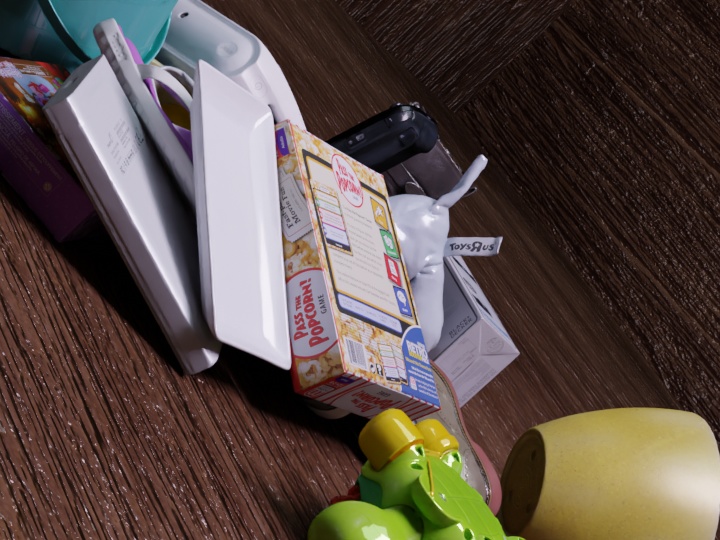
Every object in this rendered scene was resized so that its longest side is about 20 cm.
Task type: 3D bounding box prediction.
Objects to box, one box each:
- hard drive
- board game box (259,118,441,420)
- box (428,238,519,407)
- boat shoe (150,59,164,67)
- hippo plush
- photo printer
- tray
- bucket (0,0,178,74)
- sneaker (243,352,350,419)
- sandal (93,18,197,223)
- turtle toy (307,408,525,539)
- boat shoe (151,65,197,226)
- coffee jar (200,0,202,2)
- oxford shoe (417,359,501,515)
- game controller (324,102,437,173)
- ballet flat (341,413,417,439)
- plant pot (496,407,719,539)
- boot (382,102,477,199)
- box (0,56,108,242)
[{"bbox_3d":[-0.147,-0.040,1.291,0.132,0.026,0.201,-81,146,-71],"label":"hard drive"},{"bbox_3d":[-0.013,0.005,1.414,0.151,0.046,0.202,27,45,-57],"label":"board game box"},{"bbox_3d":[0.060,0.044,1.777,0.060,0.117,0.200,40,11,-33],"label":"box"},{"bbox_3d":[-0.157,-0.104,1.564,0.201,0.073,0.063,54,4,-7],"label":"boat shoe"},{"bbox_3d":[0.000,0.000,1.633,0.160,0.199,0.161,-6,84,-54],"label":"hippo plush"},{"bbox_3d":[-0.122,-0.150,1.649,0.200,0.069,0.167,37,-23,41],"label":"photo printer"},{"bbox_3d":[-0.087,-0.036,1.315,0.107,0.022,0.202,29,52,-59],"label":"tray"},{"bbox_3d":[-0.225,-0.253,1.494,0.206,0.135,0.208,23,27,-13],"label":"bucket"},{"bbox_3d":[-0.072,0.024,1.434,0.201,0.066,0.090,53,9,15],"label":"sneaker"},{"bbox_3d":[-0.136,-0.114,1.372,0.203,0.050,0.083,58,-7,26],"label":"sandal"},{"bbox_3d":[0.032,0.172,1.208,0.146,0.101,0.200,52,11,21],"label":"turtle toy"},{"bbox_3d":[-0.110,-0.088,1.443,0.074,0.087,0.202,-13,48,-25],"label":"boat shoe"},{"bbox_3d":[-0.195,-0.243,1.882,0.200,0.085,0.104,45,12,-20],"label":"coffee jar"},{"bbox_3d":[0.042,0.120,1.550,0.075,0.070,0.200,23,25,-55],"label":"oxford shoe"},{"bbox_3d":[-0.024,-0.093,1.727,0.042,0.199,0.104,66,16,8],"label":"game controller"},{"bbox_3d":[-0.014,0.098,1.487,0.057,0.067,0.200,-26,67,-37],"label":"ballet flat"},{"bbox_3d":[0.201,0.202,1.641,0.141,0.201,0.200,17,19,-15],"label":"plant pot"},{"bbox_3d":[0.001,-0.108,1.937,0.200,0.174,0.069,47,10,-1],"label":"boot"},{"bbox_3d":[-0.212,-0.088,1.345,0.137,0.039,0.200,50,10,3],"label":"box"}]
